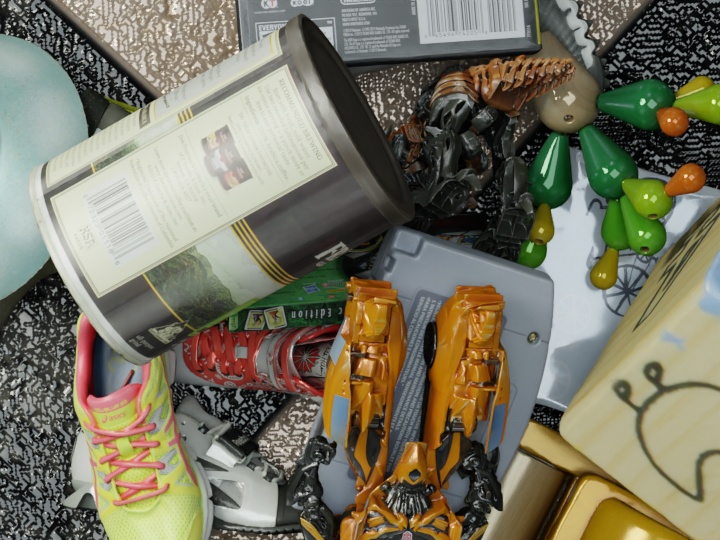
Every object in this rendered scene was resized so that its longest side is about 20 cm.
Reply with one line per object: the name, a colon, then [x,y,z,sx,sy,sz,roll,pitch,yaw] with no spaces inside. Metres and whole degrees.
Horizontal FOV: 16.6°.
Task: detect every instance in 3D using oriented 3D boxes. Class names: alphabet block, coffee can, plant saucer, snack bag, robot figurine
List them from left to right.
plant saucer: [-0.277,-0.070,1.663,0.200,0.039,0.202,-7,73,24]
coffee can: [-0.087,-0.050,1.557,0.200,0.146,0.147,-28,90,10]
robot figurine: [0.030,0.107,1.578,0.144,0.058,0.201,3,104,-13]
snack bag: [0.199,0.026,1.723,0.199,0.021,0.189,16,89,-1]
alphabet block: [0.279,0.053,1.579,0.195,0.200,0.196,38,51,1]

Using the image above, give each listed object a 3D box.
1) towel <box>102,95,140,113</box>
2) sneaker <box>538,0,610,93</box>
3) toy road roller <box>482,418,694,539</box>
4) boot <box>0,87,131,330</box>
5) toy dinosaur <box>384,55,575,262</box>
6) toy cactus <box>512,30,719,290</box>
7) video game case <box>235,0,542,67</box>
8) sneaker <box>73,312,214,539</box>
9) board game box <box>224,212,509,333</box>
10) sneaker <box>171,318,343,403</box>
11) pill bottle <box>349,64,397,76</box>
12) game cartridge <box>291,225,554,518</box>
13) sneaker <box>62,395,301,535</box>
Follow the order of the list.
towel: [-0.106,-0.051,1.722,0.199,0.018,0.086,20,89,0]
sneaker: [0.096,-0.194,1.705,0.090,0.066,0.200,-31,91,7]
toy road roller: [0.152,0.187,1.658,0.200,0.146,0.123,27,89,0]
boot: [-0.180,-0.014,1.692,0.130,0.068,0.200,31,98,-6]
toy dinosaur: [0.066,-0.088,1.638,0.102,0.200,0.136,8,60,-12]
toy cactus: [0.165,-0.087,1.652,0.200,0.102,0.165,-39,78,39]
video game case: [0.014,-0.226,1.621,0.199,0.026,0.181,-5,89,-7]
sneaker: [-0.154,0.109,1.628,0.078,0.090,0.201,-17,77,8]
board game box: [0.000,0.000,1.664,0.199,0.105,0.024,-4,124,-12]
sneaker: [-0.066,0.051,1.676,0.201,0.108,0.067,7,89,0]
pill bottle: [-0.022,-0.234,1.681,0.104,0.104,0.201,-12,90,-1]
game cartridge: [0.047,0.081,1.624,0.133,0.042,0.201,17,101,-22]
sneaker: [-0.100,0.133,1.691,0.199,0.074,0.089,8,87,2]
